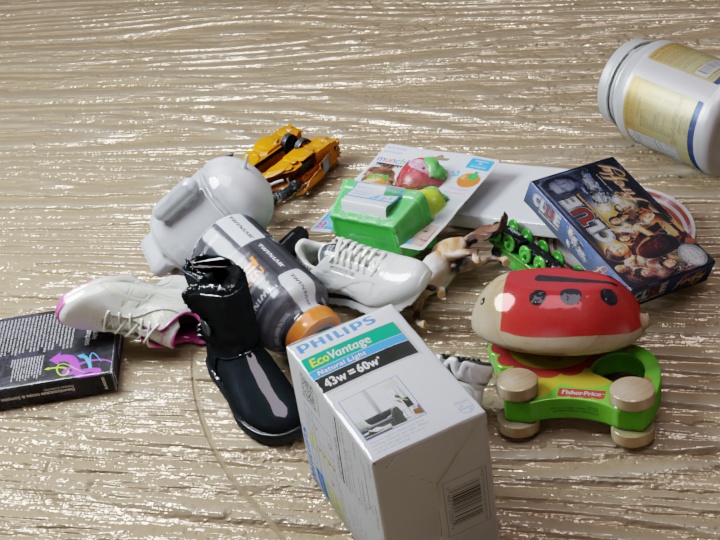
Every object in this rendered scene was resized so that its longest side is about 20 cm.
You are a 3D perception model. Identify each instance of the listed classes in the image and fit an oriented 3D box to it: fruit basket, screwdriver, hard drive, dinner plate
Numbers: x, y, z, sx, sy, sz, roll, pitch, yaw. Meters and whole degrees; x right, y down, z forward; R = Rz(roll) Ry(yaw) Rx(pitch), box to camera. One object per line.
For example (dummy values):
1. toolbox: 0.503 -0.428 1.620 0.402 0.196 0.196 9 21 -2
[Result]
1. fruit basket: 0.056 -0.104 1.836 0.185 0.094 0.200 13 52 35
2. screwdriver: -0.131 0.002 1.816 0.029 0.028 0.200 39 50 12
3. hard drive: 0.225 -0.092 1.820 0.200 0.027 0.132 9 40 42
4. dinner plate: 0.319 -0.041 1.762 0.199 0.024 0.200 -8 36 6

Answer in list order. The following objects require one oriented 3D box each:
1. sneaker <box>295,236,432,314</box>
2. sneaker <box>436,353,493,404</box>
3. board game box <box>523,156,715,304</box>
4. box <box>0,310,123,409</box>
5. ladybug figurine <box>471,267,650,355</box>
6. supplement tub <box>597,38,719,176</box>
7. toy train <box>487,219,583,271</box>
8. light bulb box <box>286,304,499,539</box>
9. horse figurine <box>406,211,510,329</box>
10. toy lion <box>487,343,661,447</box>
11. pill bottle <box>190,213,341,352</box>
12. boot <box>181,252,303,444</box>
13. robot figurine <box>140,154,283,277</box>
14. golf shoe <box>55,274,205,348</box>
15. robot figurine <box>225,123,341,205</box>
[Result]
1. sneaker: 0.000 0.000 1.699 0.200 0.081 0.076 1 43 45
2. sneaker: 0.057 0.127 1.572 0.075 0.081 0.200 9 -1 -44
3. board game box: 0.308 -0.048 1.680 0.135 0.035 0.200 -18 52 -29
4. box: -0.395 0.107 1.746 0.199 0.036 0.143 -10 37 4
5. ladybug figurine: 0.222 0.042 1.564 0.199 0.072 0.136 2 24 14
6. supplement tub: 0.429 -0.222 1.869 0.144 0.145 0.200 -32 41 -25
7. toy train: 0.221 0.000 1.706 0.042 0.057 0.200 -16 35 -28
8. light bulb box: 0.032 0.178 1.403 0.124 0.199 0.200 -21 39 -16
9. horse figurine: 0.100 0.002 1.722 0.200 0.050 0.132 -39 23 -12
10. toy lion: 0.237 0.109 1.563 0.199 0.069 0.192 3 32 18
11. pill bottle: -0.110 0.026 1.701 0.106 0.106 0.200 -32 55 -25
12. boot: -0.135 0.085 1.594 0.076 0.169 0.200 -26 40 -19
13. robot figurine: -0.192 -0.068 1.814 0.200 0.169 0.113 -42 57 16
14. golf shoe: -0.270 0.054 1.719 0.199 0.075 0.092 -4 45 -25
15. robot figurine: -0.125 -0.134 1.972 0.145 0.058 0.200 20 46 36
